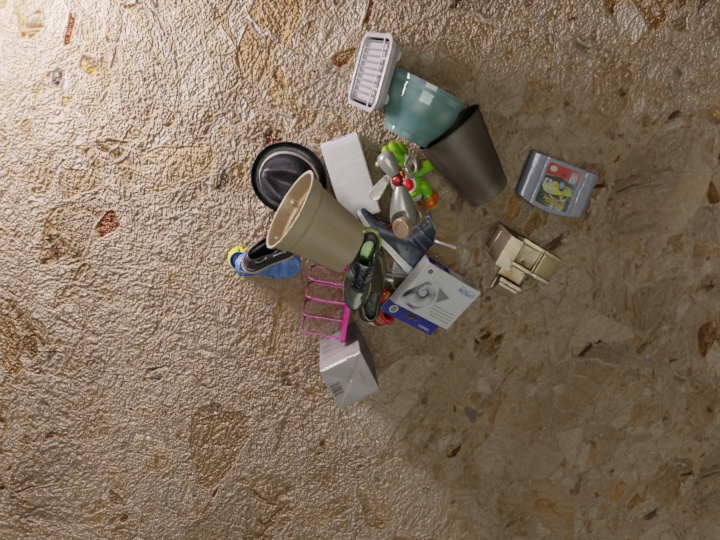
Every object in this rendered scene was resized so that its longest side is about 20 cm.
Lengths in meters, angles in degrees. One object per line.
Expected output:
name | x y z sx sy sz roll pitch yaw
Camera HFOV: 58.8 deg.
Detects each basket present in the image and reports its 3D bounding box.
basket | 0.269 -0.273 1.592 0.179 0.136 0.202 -36 109 0

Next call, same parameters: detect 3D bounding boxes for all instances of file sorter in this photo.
file sorter | -0.082 0.058 1.661 0.122 0.139 0.205 10 105 -3

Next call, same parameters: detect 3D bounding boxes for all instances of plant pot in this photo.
plant pot | 0.132 -0.377 1.515 0.196 0.201 0.137 25 104 -10
plant pot | -0.095 -0.098 1.503 0.181 0.201 0.203 30 103 -23

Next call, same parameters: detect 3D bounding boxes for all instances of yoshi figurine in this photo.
yoshi figurine | 0.119 -0.247 1.613 0.112 0.111 0.202 -43 118 -15

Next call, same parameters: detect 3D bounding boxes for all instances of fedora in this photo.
fedora | -0.180 -0.224 1.595 0.195 0.092 0.206 -1 106 -3

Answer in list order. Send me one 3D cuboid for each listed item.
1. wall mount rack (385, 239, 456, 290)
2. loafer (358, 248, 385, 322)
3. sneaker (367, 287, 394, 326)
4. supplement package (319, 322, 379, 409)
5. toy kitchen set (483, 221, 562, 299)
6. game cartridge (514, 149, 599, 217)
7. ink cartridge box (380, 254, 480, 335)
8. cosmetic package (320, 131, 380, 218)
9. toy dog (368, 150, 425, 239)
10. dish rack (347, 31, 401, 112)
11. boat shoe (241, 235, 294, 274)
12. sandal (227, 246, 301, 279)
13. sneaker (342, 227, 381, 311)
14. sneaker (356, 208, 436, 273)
wall mount rack | 0.153 -0.025 1.683 0.169 0.075 0.205 8 106 -7
loafer | 0.033 0.037 1.611 0.073 0.070 0.206 -1 101 -8
sneaker | 0.047 0.054 1.688 0.083 0.077 0.204 0 120 30
supplement package | -0.033 0.247 1.683 0.118 0.200 0.123 -26 106 4
toy kitchen set | 0.411 0.008 1.652 0.197 0.181 0.166 28 104 -6
game cartridge | 0.511 -0.218 1.671 0.195 0.041 0.136 17 108 -8
ink cartridge box | 0.180 0.079 1.653 0.197 0.041 0.201 26 117 -30
cosmetic package | -0.025 -0.234 1.613 0.099 0.071 0.205 -17 106 1
toy dog | 0.077 -0.171 1.503 0.095 0.130 0.206 -12 85 40
dish rack | 0.035 -0.463 1.495 0.042 0.200 0.176 8 107 -24
boat shoe | -0.212 -0.062 1.613 0.198 0.063 0.073 -33 76 -26
sandal | -0.250 -0.012 1.657 0.194 0.087 0.082 1 104 -6
sneaker | 0.000 0.000 1.530 0.072 0.081 0.206 12 100 1
sneaker | 0.098 -0.115 1.584 0.202 0.077 0.146 43 103 -13
